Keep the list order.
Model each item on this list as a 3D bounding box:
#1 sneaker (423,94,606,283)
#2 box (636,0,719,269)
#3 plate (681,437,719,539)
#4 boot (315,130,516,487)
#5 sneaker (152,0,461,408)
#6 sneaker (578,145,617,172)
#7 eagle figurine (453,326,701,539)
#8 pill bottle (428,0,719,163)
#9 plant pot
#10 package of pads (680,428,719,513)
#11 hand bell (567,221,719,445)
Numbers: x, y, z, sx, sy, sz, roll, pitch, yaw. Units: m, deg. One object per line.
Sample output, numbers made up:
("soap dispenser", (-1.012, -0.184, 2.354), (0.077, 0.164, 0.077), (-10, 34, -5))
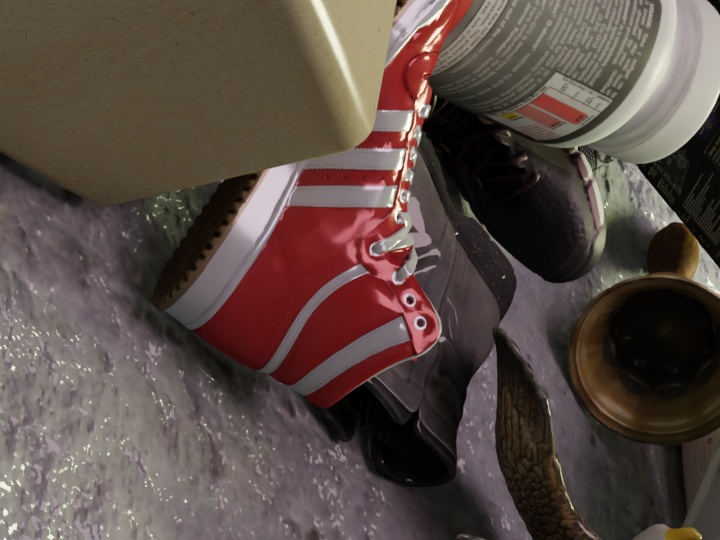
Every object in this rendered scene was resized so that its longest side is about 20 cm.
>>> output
("sneaker", (0.044, -0.071, 1.176), (0.115, 0.076, 0.201), (-25, 83, -54))
("box", (0.211, -0.098, 1.297), (0.043, 0.200, 0.161), (-32, 74, -20))
("plate", (0.221, 0.103, 1.200), (0.032, 0.200, 0.201), (25, 82, -4))
("boot", (0.000, 0.000, 1.062), (0.200, 0.070, 0.132), (45, 45, -25))
("sneaker", (0.009, -0.035, 0.988), (0.112, 0.071, 0.200), (38, 84, -16))
("sneaker", (0.115, -0.150, 1.252), (0.078, 0.139, 0.201), (-11, 82, -58))
("eagle figurine", (0.096, 0.140, 1.067), (0.199, 0.151, 0.152), (34, 16, -18))
("pill bottle", (0.083, -0.128, 1.105), (0.199, 0.116, 0.117), (22, 53, -37))
("plant pot", (-0.083, -0.142, 0.909), (0.201, 0.199, 0.177), (-80, 149, -41))
("package of pads", (0.247, 0.147, 1.347), (0.120, 0.075, 0.201), (33, 47, -44))
("hand bell", (0.185, 0.012, 1.341), (0.105, 0.104, 0.200), (60, 21, -15))
